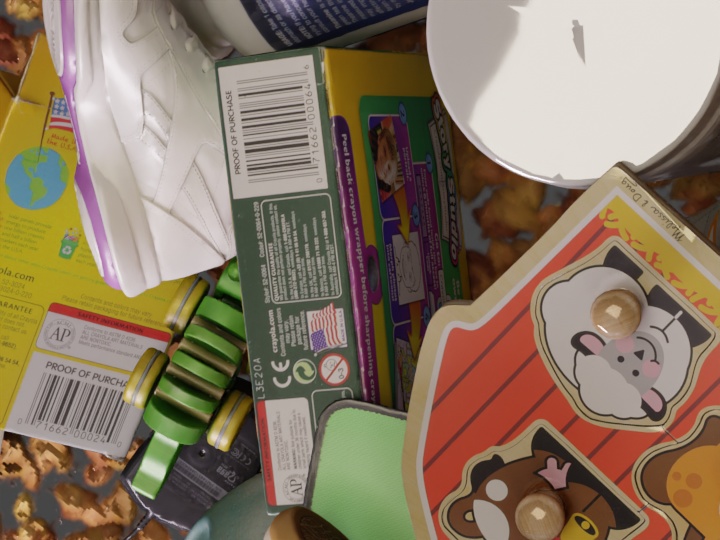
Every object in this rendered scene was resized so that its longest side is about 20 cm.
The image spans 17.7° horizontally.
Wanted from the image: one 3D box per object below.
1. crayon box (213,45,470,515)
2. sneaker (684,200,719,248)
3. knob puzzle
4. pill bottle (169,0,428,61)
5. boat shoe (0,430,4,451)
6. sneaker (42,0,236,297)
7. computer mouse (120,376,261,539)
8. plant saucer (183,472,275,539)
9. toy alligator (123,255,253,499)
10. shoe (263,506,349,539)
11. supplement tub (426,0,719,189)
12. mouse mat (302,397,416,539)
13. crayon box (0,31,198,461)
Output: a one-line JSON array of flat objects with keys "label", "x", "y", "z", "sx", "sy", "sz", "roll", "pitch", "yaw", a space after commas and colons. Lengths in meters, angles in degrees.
[{"label": "crayon box", "x": 0.000, "y": 0.000, "z": 1.068, "sx": 0.058, "sy": 0.173, "sz": 0.200, "roll": -6, "pitch": 91, "yaw": 19}, {"label": "sneaker", "x": 0.175, "y": 0.027, "z": 1.006, "sx": 0.092, "sy": 0.200, "sz": 0.076, "roll": -35, "pitch": 124, "yaw": 13}, {"label": "knob puzzle", "x": 0.100, "y": 0.087, "z": 0.919, "sx": 0.219, "sy": 0.030, "sz": 0.220, "roll": 4, "pitch": 106, "yaw": 16}, {"label": "pill bottle", "x": -0.016, "y": -0.162, "z": 1.096, "sx": 0.200, "sy": 0.111, "sz": 0.111, "roll": -17, "pitch": 88, "yaw": 22}, {"label": "boat shoe", "x": -0.205, "y": 0.021, "z": 1.209, "sx": 0.063, "sy": 0.073, "sz": 0.200, "roll": 42, "pitch": 118, "yaw": 58}, {"label": "sneaker", "x": -0.092, "y": -0.088, "z": 1.074, "sx": 0.099, "sy": 0.075, "sz": 0.200, "roll": -13, "pitch": 120, "yaw": -10}, {"label": "computer mouse", "x": -0.113, "y": 0.131, "z": 1.198, "sx": 0.059, "sy": 0.034, "sz": 0.200, "roll": 39, "pitch": 106, "yaw": -8}, {"label": "plant saucer", "x": -0.076, "y": 0.175, "z": 1.103, "sx": 0.039, "sy": 0.201, "sz": 0.201, "roll": 23, "pitch": 104, "yaw": -10}, {"label": "toy alligator", "x": -0.062, "y": 0.021, "z": 1.130, "sx": 0.059, "sy": 0.054, "sz": 0.200, "roll": 28, "pitch": 87, "yaw": 2}, {"label": "shoe", "x": 0.011, "y": 0.190, "z": 0.950, "sx": 0.053, "sy": 0.070, "sz": 0.200, "roll": -33, "pitch": 90, "yaw": 11}, {"label": "supplement tub", "x": 0.121, "y": -0.103, "z": 0.996, "sx": 0.132, "sy": 0.200, "sz": 0.132, "roll": 2, "pitch": 94, "yaw": 22}, {"label": "mouse mat", "x": 0.065, "y": 0.149, "z": 0.968, "sx": 0.200, "sy": 0.008, "sz": 0.161, "roll": 13, "pitch": 102, "yaw": 16}, {"label": "crayon box", "x": -0.143, "y": -0.015, "z": 1.153, "sx": 0.200, "sy": 0.127, "sz": 0.051, "roll": -67, "pitch": 28, "yaw": 13}]
